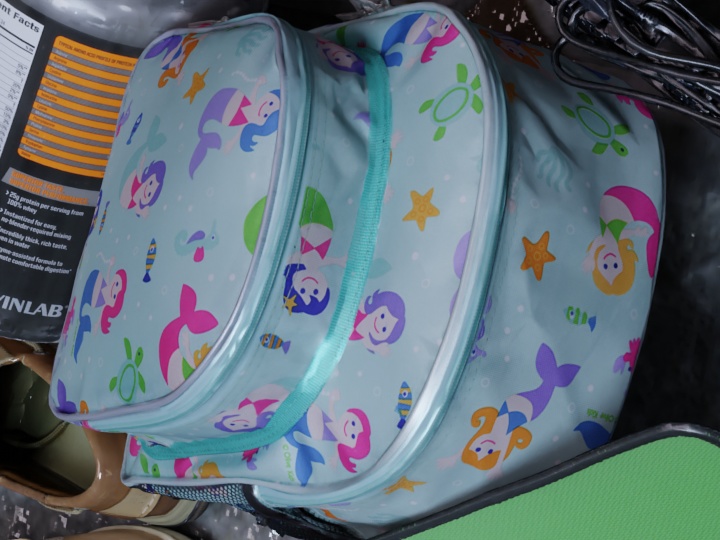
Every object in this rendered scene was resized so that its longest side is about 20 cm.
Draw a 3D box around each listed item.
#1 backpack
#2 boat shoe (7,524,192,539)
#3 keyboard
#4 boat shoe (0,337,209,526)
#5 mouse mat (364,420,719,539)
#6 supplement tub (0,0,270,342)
[{"bbox_3d":[0.000,0.000,0.729,0.200,0.150,0.178,1,74,53],"label":"backpack"},{"bbox_3d":[-0.145,0.149,0.940,0.200,0.069,0.074,-16,79,41],"label":"boat shoe"},{"bbox_3d":[0.090,-0.056,0.680,0.200,0.104,0.040,39,88,19],"label":"keyboard"},{"bbox_3d":[-0.146,0.053,0.938,0.200,0.074,0.076,15,99,41],"label":"boat shoe"},{"bbox_3d":[0.076,0.116,0.701,0.200,0.161,0.008,-25,38,39],"label":"mouse mat"},{"bbox_3d":[-0.108,-0.081,0.851,0.123,0.122,0.200,50,132,30],"label":"supplement tub"}]
